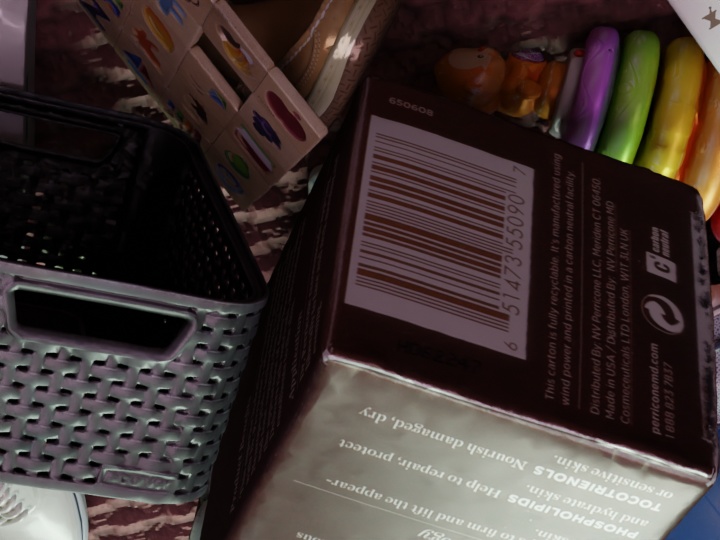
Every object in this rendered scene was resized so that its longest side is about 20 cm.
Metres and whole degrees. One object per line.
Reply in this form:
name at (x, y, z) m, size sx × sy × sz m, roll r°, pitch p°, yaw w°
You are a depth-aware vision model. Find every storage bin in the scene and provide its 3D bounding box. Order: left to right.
storage bin at (-0.130, 0.002, 0.723) m, size 0.134 × 0.200 × 0.094 m, roll 11°, pitch 112°, yaw -21°

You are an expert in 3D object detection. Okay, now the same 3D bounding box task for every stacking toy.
stacking toy at (0.133, -0.078, 0.837) m, size 0.199 × 0.116 × 0.110 m, roll 15°, pitch 119°, yaw 2°

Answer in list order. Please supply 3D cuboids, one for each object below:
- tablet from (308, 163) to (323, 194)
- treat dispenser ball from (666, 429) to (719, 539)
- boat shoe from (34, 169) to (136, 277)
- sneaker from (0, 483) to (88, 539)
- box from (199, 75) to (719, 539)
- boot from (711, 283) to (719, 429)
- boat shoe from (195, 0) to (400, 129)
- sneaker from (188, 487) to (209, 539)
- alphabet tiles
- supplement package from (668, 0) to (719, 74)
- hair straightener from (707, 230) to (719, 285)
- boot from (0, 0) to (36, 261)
tablet at (0.037, 0.035, 0.929) m, size 0.129 × 0.014 × 0.201 m, roll 8°, pitch 127°, yaw 13°
treat dispenser ball at (0.221, 0.155, 0.931) m, size 0.199 × 0.201 × 0.202 m, roll -2°, pitch 125°, yaw -3°
boat shoe at (-0.117, 0.028, 0.901) m, size 0.074 × 0.062 × 0.201 m, roll -24°, pitch 126°, yaw -5°
sneaker at (-0.211, 0.109, 0.946) m, size 0.073 × 0.071 × 0.201 m, roll -19°, pitch 126°, yaw 9°
box at (0.037, 0.057, 0.751) m, size 0.163 × 0.167 × 0.200 m, roll 17°, pitch 136°, yaw -10°
boot at (0.228, 0.046, 0.842) m, size 0.199 × 0.090 × 0.073 m, roll -18°, pitch 122°, yaw -19°
boat shoe at (-0.044, -0.091, 0.767) m, size 0.076 × 0.072 × 0.200 m, roll 36°, pitch 158°, yaw -7°
sneaker at (-0.029, 0.114, 0.945) m, size 0.106 × 0.075 × 0.201 m, roll 20°, pitch 130°, yaw -7°
alphabet tiles at (-0.096, -0.119, 0.739) m, size 0.008 × 0.167 × 0.200 m, roll -39°, pitch 93°, yaw -16°
supplement package at (0.154, -0.194, 0.731) m, size 0.121 × 0.120 × 0.200 m, roll -33°, pitch 121°, yaw 18°
hair straightener at (0.174, -0.017, 0.891) m, size 0.199 × 0.077 × 0.041 m, roll 22°, pitch 83°, yaw -11°
boot at (-0.209, -0.064, 0.830) m, size 0.095 × 0.074 × 0.201 m, roll 4°, pitch 116°, yaw -6°
